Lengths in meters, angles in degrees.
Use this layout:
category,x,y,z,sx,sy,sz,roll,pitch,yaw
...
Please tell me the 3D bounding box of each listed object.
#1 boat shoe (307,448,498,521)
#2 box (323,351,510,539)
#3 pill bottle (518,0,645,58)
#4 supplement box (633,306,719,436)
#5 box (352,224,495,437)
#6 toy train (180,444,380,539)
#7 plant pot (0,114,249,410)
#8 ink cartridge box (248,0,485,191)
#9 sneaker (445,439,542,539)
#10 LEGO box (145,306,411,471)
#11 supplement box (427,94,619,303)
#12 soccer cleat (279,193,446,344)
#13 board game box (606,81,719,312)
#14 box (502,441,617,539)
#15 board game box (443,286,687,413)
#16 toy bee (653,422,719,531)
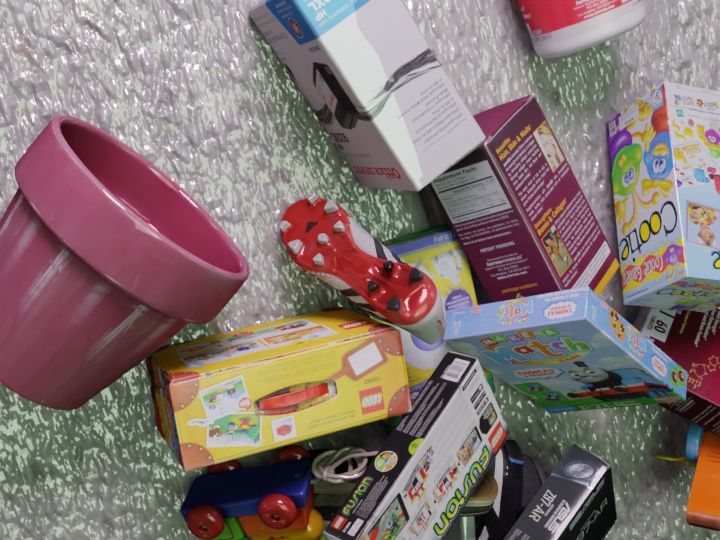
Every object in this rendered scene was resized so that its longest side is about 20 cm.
category,x,y,z,sx,sy,sz,roll,pitch,yaw
boat shoe,0.031,0.215,0.975,0.199,0.073,0.065,6,115,5
box,0.056,0.181,0.879,0.200,0.035,0.110,-51,134,-28
pill bottle,0.192,-0.315,0.967,0.112,0.112,0.201,-26,104,-16
supplement box,0.377,0.108,1.048,0.199,0.061,0.109,26,63,6
box,0.061,0.066,0.994,0.117,0.048,0.201,-17,103,-18
toy train,-0.051,0.226,0.914,0.199,0.085,0.116,-12,116,16
plant pot,-0.220,0.006,0.815,0.200,0.200,0.179,39,97,-20
ink cartridge box,0.003,-0.174,0.893,0.084,0.145,0.200,-38,107,-12
sneaker,0.141,0.273,1.030,0.111,0.073,0.201,1,94,-19
LEGO box,-0.077,0.097,0.890,0.199,0.149,0.077,-12,100,-19
supplement box,0.156,-0.051,0.975,0.110,0.085,0.200,-45,111,-43
soccer cleat,0.000,0.000,0.905,0.069,0.200,0.085,-48,142,-10
board game box,0.325,-0.070,1.013,0.104,0.103,0.201,6,71,-20
box,0.181,0.288,1.005,0.200,0.043,0.160,-49,148,-17
board game box,0.197,0.081,0.961,0.200,0.151,0.037,35,55,-39
toy bee,0.404,0.198,1.102,0.200,0.131,0.109,-51,141,-12
